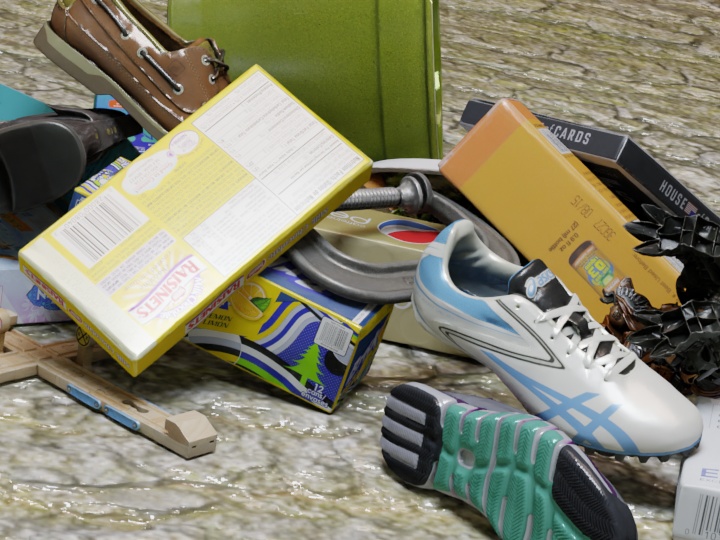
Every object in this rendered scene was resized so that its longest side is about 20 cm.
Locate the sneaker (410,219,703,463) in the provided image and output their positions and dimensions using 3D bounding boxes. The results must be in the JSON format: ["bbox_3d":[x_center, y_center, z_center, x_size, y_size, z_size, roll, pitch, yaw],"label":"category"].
[{"bbox_3d":[0.113,0.042,1.414,0.199,0.073,0.072,33,41,22],"label":"sneaker"}]

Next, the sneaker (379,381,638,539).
[{"bbox_3d":[0.100,0.107,1.349,0.087,0.075,0.200,0,20,-38],"label":"sneaker"}]

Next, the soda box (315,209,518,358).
[{"bbox_3d":[0.000,0.000,1.611,0.199,0.068,0.064,13,19,11],"label":"soda box"}]

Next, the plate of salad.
[{"bbox_3d":[0.070,-0.040,1.742,0.199,0.048,0.200,8,-10,1],"label":"plate of salad"}]

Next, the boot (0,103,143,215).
[{"bbox_3d":[-0.244,-0.066,1.561,0.198,0.070,0.174,-7,9,3],"label":"boot"}]

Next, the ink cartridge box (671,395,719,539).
[{"bbox_3d":[0.287,0.123,1.432,0.198,0.041,0.200,11,19,8],"label":"ink cartridge box"}]

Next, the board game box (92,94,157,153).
[{"bbox_3d":[-0.130,-0.095,1.860,0.151,0.045,0.200,7,18,-8],"label":"board game box"}]

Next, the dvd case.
[{"bbox_3d":[0.179,-0.054,1.714,0.150,0.025,0.200,18,-12,45],"label":"dvd case"}]

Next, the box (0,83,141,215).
[{"bbox_3d":[-0.224,-0.081,1.712,0.199,0.049,0.082,24,-17,37],"label":"box"}]

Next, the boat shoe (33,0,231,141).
[{"bbox_3d":[-0.117,-0.122,1.600,0.199,0.068,0.072,34,12,-3],"label":"boat shoe"}]

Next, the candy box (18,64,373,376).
[{"bbox_3d":[-0.096,-0.033,1.454,0.102,0.026,0.200,42,64,16],"label":"candy box"}]

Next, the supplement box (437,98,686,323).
[{"bbox_3d":[0.145,-0.021,1.592,0.200,0.067,0.069,47,11,8],"label":"supplement box"}]

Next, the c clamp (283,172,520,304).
[{"bbox_3d":[-0.001,-0.033,1.530,0.199,0.027,0.171,-1,33,-36],"label":"c clamp"}]

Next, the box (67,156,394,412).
[{"bbox_3d":[-0.084,0.007,1.497,0.199,0.065,0.070,26,27,10],"label":"box"}]

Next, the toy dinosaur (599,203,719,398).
[{"bbox_3d":[0.204,0.034,1.501,0.199,0.136,0.103,-24,53,-1],"label":"toy dinosaur"}]

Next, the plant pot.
[{"bbox_3d":[-0.039,-0.163,1.772,0.191,0.202,0.201,-2,19,4],"label":"plant pot"}]

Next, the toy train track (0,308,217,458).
[{"bbox_3d":[-0.159,0.056,1.433,0.199,0.033,0.114,25,25,37],"label":"toy train track"}]

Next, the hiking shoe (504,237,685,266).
[{"bbox_3d":[0.174,-0.005,1.686,0.198,0.076,0.101,4,20,-5],"label":"hiking shoe"}]

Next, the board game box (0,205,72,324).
[{"bbox_3d":[-0.291,-0.018,1.571,0.198,0.041,0.200,-3,23,-31],"label":"board game box"}]
